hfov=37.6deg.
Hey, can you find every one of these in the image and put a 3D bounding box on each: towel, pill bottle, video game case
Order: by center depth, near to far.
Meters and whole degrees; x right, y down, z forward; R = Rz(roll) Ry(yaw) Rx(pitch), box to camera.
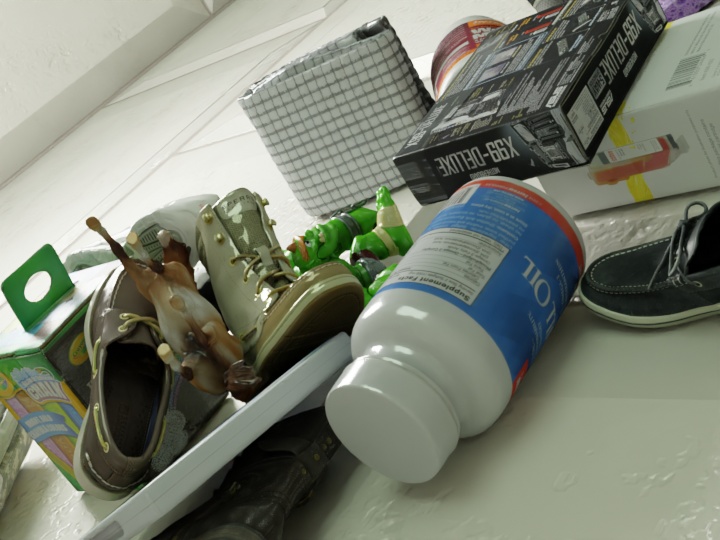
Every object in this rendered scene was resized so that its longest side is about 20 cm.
[{"bbox_3d":[0.062,0.038,0.695,0.112,0.113,0.200,-9,33,46],"label":"pill bottle"},{"bbox_3d":[-0.110,0.130,0.729,0.200,0.022,0.182,-36,-3,-45],"label":"video game case"},{"bbox_3d":[0.128,-0.197,1.092,0.109,0.110,0.201,-28,23,13],"label":"pill bottle"},{"bbox_3d":[-0.011,-0.167,1.152,0.198,0.167,0.086,-19,19,30],"label":"towel"}]

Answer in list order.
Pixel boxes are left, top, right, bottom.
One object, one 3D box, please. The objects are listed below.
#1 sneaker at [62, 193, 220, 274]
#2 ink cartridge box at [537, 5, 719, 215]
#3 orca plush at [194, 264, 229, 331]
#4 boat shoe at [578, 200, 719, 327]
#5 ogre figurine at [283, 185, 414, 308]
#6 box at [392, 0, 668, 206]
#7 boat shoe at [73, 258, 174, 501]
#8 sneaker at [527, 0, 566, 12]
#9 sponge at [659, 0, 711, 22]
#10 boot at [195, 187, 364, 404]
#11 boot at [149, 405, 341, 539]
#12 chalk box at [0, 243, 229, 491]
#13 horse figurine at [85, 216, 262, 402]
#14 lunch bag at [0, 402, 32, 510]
[{"bbox_3d":[-0.194,-0.014,0.980,0.199,0.079,0.099,-20,13,36],"label":"sneaker"},{"bbox_3d":[0.244,-0.129,0.824,0.199,0.084,0.146,-10,32,44],"label":"ink cartridge box"},{"bbox_3d":[-0.153,0.031,1.024,0.197,0.106,0.072,5,60,4],"label":"orca plush"},{"bbox_3d":[0.215,-0.009,0.648,0.199,0.063,0.075,-7,35,51],"label":"boat shoe"},{"bbox_3d":[0.000,0.000,0.891,0.119,0.099,0.200,-24,48,-16],"label":"ogre figurine"},{"bbox_3d":[0.134,-0.142,0.825,0.157,0.050,0.201,-13,32,43],"label":"box"},{"bbox_3d":[-0.174,0.071,0.807,0.059,0.071,0.202,-43,36,43],"label":"boat shoe"},{"bbox_3d":[0.235,-0.352,1.291,0.073,0.088,0.201,-25,23,19],"label":"sneaker"},{"bbox_3d":[0.291,-0.262,1.107,0.199,0.030,0.111,-37,22,-10],"label":"sponge"},{"bbox_3d":[-0.071,0.002,0.813,0.071,0.156,0.200,-12,-21,-26],"label":"boot"},{"bbox_3d":[-0.095,0.172,0.718,0.199,0.070,0.174,-27,14,27],"label":"boot"},{"bbox_3d":[-0.234,0.075,0.907,0.123,0.201,0.125,-12,28,43],"label":"chalk box"},{"bbox_3d":[-0.129,0.033,0.780,0.050,0.133,0.200,-38,59,-1],"label":"horse figurine"},{"bbox_3d":[-0.392,0.179,0.994,0.167,0.140,0.201,-28,23,13],"label":"lunch bag"}]
